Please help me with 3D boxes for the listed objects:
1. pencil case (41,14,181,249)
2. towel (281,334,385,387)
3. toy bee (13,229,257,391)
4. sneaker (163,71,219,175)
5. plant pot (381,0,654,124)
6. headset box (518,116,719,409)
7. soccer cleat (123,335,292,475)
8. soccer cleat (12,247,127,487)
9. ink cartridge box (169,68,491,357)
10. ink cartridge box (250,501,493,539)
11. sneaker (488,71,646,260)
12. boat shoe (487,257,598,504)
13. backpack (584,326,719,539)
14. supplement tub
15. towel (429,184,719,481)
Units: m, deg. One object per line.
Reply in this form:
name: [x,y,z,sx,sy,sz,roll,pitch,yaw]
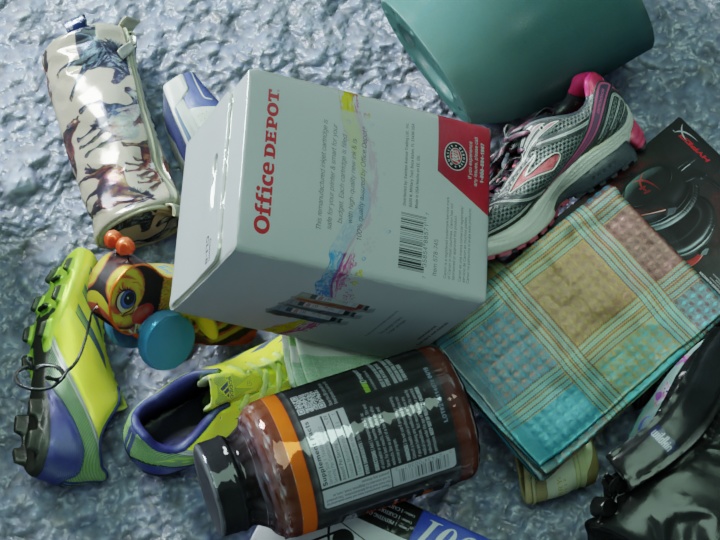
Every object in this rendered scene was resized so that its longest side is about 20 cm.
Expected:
pencil case: [-0.199,-0.110,1.811,0.089,0.078,0.201,-36,61,30]
towel: [0.000,0.000,1.728,0.152,0.023,0.201,-2,70,-25]
toy bee: [-0.160,0.022,1.693,0.130,0.109,0.200,17,24,27]
sneaker: [-0.072,-0.080,1.805,0.115,0.081,0.200,-29,74,-16]
plant pot: [0.115,-0.214,1.799,0.161,0.201,0.201,-37,69,-3]
headset box: [0.229,0.000,1.754,0.200,0.075,0.149,-38,70,-15]
soccer cleat: [-0.090,0.093,1.706,0.200,0.084,0.065,-29,67,-12]
soccer cleat: [-0.222,0.078,1.747,0.083,0.065,0.201,18,58,-23]
ink cartridge box: [-0.023,-0.038,1.635,0.199,0.145,0.146,13,65,-21]
ink cartridge box: [0.020,0.222,1.672,0.199,0.044,0.094,23,69,12]
sneaker: [0.128,-0.077,1.744,0.200,0.081,0.075,-39,111,-14]
boat shoe: [0.119,0.083,1.723,0.063,0.073,0.201,-19,73,-12]
backpack: [0.265,0.144,1.660,0.166,0.127,0.201,27,66,0]
supplement tub: [-0.019,0.132,1.633,0.199,0.107,0.107,-17,65,-12]
towel: [0.163,0.043,1.684,0.200,0.022,0.147,-39,71,-10]
